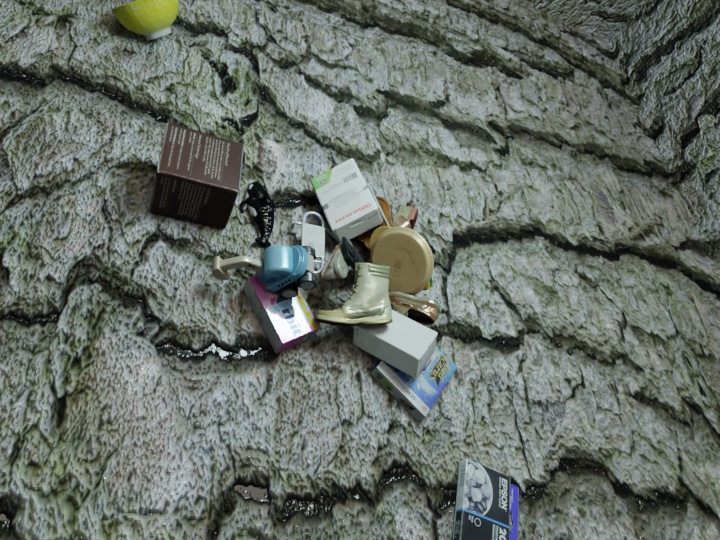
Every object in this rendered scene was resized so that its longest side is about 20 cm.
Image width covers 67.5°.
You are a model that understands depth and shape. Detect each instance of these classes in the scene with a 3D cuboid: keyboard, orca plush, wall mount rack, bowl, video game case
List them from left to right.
[{"bbox_3d":[-0.624,-0.756,1.609,0.201,0.197,0.109,-50,134,-40],"label":"bowl"},{"bbox_3d":[-0.274,-0.169,1.476,0.103,0.071,0.203,13,55,-22],"label":"orca plush"},{"bbox_3d":[-0.115,-0.058,1.502,0.170,0.075,0.204,12,57,-20],"label":"wall mount rack"},{"bbox_3d":[0.000,0.000,1.478,0.200,0.020,0.129,48,29,-56],"label":"keyboard"},{"bbox_3d":[0.067,-0.156,1.546,0.011,0.056,0.203,-26,87,1],"label":"keyboard"},{"bbox_3d":[0.148,0.269,1.459,0.181,0.045,0.200,44,50,1],"label":"video game case"}]

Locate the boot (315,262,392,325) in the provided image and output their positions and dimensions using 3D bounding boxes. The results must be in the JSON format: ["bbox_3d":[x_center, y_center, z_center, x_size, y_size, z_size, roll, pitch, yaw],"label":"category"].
[{"bbox_3d":[-0.016,0.059,1.360,0.195,0.072,0.158,0,83,-11],"label":"boot"}]

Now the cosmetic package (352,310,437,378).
[{"bbox_3d":[0.090,0.178,1.408,0.198,0.082,0.113,28,46,23],"label":"cosmetic package"}]

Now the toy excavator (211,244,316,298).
[{"bbox_3d":[-0.227,-0.011,1.289,0.199,0.192,0.102,30,45,-43],"label":"toy excavator"}]

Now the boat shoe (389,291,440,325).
[{"bbox_3d":[0.117,0.108,1.468,0.196,0.077,0.072,2,39,14],"label":"boat shoe"}]

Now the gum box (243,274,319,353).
[{"bbox_3d":[-0.203,0.091,1.356,0.112,0.066,0.202,-20,72,-36],"label":"gum box"}]

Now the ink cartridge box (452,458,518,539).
[{"bbox_3d":[0.328,0.607,1.352,0.197,0.043,0.201,26,51,-15],"label":"ink cartridge box"}]

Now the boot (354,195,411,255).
[{"bbox_3d":[0.043,-0.133,1.641,0.154,0.077,0.200,-36,56,-11],"label":"boot"}]

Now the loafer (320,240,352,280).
[{"bbox_3d":[-0.061,-0.028,1.449,0.200,0.062,0.073,-67,137,-67],"label":"loafer"}]

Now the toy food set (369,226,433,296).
[{"bbox_3d":[0.111,-0.021,1.492,0.048,0.196,0.203,-24,114,-62],"label":"toy food set"}]

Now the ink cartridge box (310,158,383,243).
[{"bbox_3d":[-0.040,-0.200,1.550,0.143,0.084,0.202,-26,59,2],"label":"ink cartridge box"}]

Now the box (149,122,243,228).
[{"bbox_3d":[-0.418,-0.237,1.375,0.196,0.166,0.167,12,55,-23],"label":"box"}]

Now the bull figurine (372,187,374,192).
[{"bbox_3d":[-0.023,-0.216,1.639,0.119,0.065,0.204,-5,63,17],"label":"bull figurine"}]

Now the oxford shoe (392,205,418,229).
[{"bbox_3d":[0.118,-0.126,1.692,0.073,0.071,0.201,18,50,16],"label":"oxford shoe"}]
